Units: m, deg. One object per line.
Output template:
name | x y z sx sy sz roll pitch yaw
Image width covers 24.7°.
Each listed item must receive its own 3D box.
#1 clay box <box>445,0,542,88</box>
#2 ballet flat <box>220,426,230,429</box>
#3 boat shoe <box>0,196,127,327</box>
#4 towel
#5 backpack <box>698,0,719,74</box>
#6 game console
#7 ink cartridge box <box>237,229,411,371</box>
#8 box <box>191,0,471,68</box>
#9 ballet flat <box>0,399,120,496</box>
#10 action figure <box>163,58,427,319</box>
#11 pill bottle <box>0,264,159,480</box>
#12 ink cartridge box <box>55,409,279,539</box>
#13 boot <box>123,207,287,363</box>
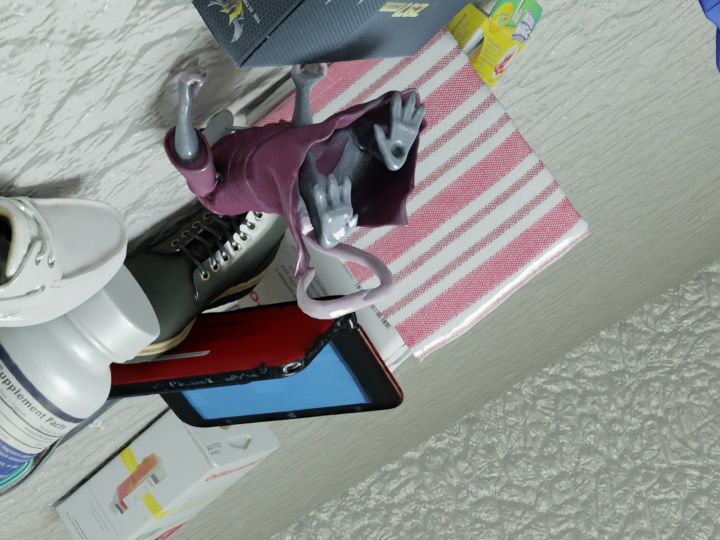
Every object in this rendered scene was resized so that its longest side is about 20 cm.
clay box | 0.041 -0.120 1.133 0.200 0.048 0.115 -52 165 9
ballet flat | -0.139 0.098 1.543 0.072 0.068 0.200 -7 158 -20
boat shoe | -0.203 -0.009 0.927 0.200 0.071 0.069 -20 163 -46
towel | 0.036 -0.061 1.068 0.146 0.200 0.030 -36 -176 9
backpack | 0.352 -0.237 1.314 0.162 0.168 0.200 -36 -160 28
game console | -0.093 0.093 1.219 0.199 0.119 0.172 -8 -162 23
ink cartridge box | 0.000 0.000 1.317 0.084 0.146 0.200 -24 164 -45
box | 0.022 -0.181 0.910 0.158 0.051 0.200 -40 167 29
ballet flat | -0.260 0.125 1.302 0.200 0.073 0.073 -37 168 1
action figure | -0.044 -0.057 0.984 0.134 0.150 0.200 -12 -171 -39
pill bottle | -0.231 0.067 1.047 0.200 0.111 0.111 -36 168 7
ink cartridge box | -0.205 0.220 1.762 0.200 0.084 0.145 -40 167 24
boot | -0.108 -0.023 1.152 0.138 0.077 0.200 -49 175 36
